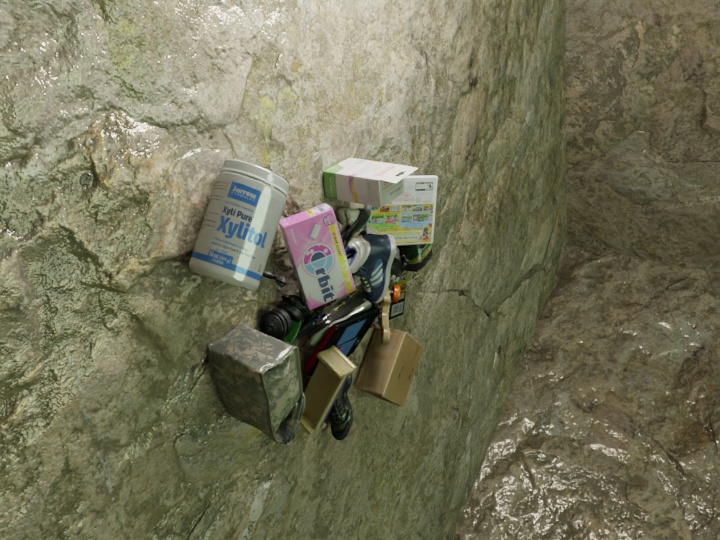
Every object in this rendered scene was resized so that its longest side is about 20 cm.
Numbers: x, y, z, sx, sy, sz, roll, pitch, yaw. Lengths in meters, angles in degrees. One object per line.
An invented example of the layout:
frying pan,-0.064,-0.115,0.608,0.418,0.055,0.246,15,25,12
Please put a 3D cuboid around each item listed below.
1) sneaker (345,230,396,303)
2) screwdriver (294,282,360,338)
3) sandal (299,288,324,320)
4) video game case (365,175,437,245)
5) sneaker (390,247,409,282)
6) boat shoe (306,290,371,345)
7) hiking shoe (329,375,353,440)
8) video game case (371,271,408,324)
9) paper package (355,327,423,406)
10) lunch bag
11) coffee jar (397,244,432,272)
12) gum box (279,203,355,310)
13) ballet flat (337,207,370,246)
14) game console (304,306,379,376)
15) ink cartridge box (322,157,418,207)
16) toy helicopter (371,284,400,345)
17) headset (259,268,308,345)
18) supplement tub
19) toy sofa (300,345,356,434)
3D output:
sneaker,0.000,0.000,1.334,0.143,0.081,0.204,-8,130,-29
screwdriver,-0.079,0.087,1.266,0.200,0.029,0.028,-44,159,4
sandal,-0.110,0.020,1.258,0.078,0.058,0.205,4,118,-24
video game case,0.108,-0.159,1.463,0.194,0.023,0.187,-4,109,-16
sneaker,0.058,-0.033,1.454,0.198,0.067,0.091,20,120,-45
boat shoe,-0.060,0.114,1.342,0.199,0.061,0.072,-29,158,-37
hiking shoe,-0.074,0.354,1.442,0.099,0.074,0.206,-8,100,-48
video game case,0.081,0.058,1.614,0.198,0.025,0.186,-14,113,-56
paper package,0.090,0.287,1.644,0.191,0.101,0.204,43,64,-57
lunch bag,-0.200,0.233,1.084,0.117,0.161,0.205,-33,129,-46
coffee jar,0.144,-0.101,1.573,0.104,0.084,0.204,-45,128,-36
gum box,-0.091,-0.025,1.172,0.111,0.066,0.205,-21,112,-12
ballet flat,-0.039,-0.105,1.318,0.201,0.067,0.069,-53,130,-34
game console,-0.044,0.177,1.367,0.198,0.031,0.178,-18,149,-55
ink cartridge box,0.025,-0.201,1.253,0.117,0.196,0.069,-36,131,-45
toy helicopter,0.059,0.132,1.460,0.202,0.077,0.135,-91,-169,-57
headset,-0.175,0.091,1.184,0.124,0.092,0.204,-48,154,-44
supplement tub,-0.215,-0.078,0.974,0.131,0.129,0.205,25,80,-58
toy sofa,-0.083,0.284,1.311,0.097,0.082,0.203,-12,134,-54
